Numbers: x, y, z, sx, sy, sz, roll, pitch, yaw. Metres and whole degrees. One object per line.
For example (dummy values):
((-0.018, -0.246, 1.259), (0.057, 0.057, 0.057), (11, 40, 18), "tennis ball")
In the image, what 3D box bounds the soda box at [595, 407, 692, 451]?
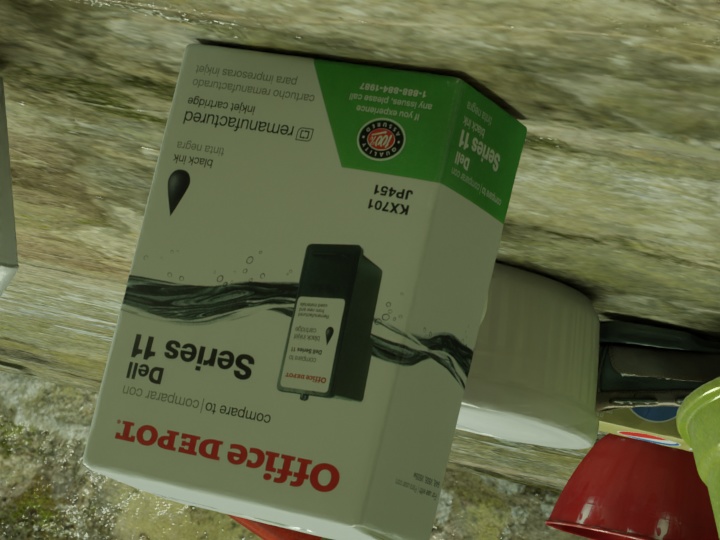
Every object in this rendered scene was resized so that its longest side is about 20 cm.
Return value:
((0.237, 0.091, 1.729), (0.199, 0.068, 0.064), (12, 172, 4), "soda box")

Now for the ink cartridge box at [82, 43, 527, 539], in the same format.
((-0.025, 0.012, 1.108), (0.146, 0.201, 0.083), (9, 171, 26), "ink cartridge box")

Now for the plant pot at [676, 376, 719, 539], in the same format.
((0.301, 0.173, 1.556), (0.199, 0.185, 0.201), (0, 157, 0), "plant pot")

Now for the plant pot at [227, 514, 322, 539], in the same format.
((-0.077, 0.106, 1.978), (0.175, 0.201, 0.200), (24, 173, 1), "plant pot")

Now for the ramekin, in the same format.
((0.063, 0.048, 1.617), (0.201, 0.095, 0.202), (13, 172, 2), "ramekin")

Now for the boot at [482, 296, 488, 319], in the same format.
((0.000, 0.000, 1.486), (0.199, 0.073, 0.144), (19, 176, 23), "boot")

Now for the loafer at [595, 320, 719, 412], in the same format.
((0.250, 0.081, 1.654), (0.199, 0.063, 0.072), (11, 172, 18), "loafer")

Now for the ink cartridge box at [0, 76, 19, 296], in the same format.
((-0.285, -0.007, 1.279), (0.145, 0.147, 0.200), (17, 131, -28), "ink cartridge box")

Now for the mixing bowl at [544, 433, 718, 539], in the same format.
((0.284, 0.212, 2.376), (0.199, 0.109, 0.200), (13, 173, 2), "mixing bowl")
